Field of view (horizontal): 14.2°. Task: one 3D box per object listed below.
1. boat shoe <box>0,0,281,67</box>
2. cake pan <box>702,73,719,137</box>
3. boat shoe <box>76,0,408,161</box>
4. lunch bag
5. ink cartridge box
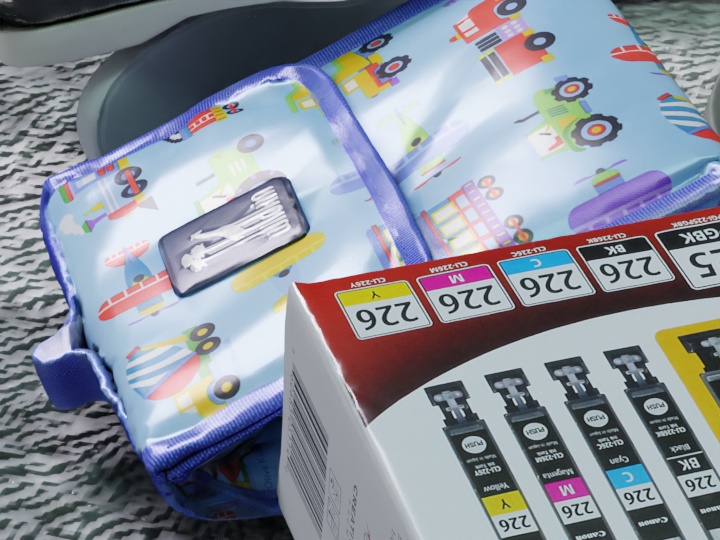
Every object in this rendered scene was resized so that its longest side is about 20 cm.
[{"bbox_3d":[-0.033,-0.121,0.921,0.199,0.061,0.074,-14,24,14],"label":"boat shoe"},{"bbox_3d":[0.199,-0.034,0.955,0.199,0.037,0.201,0,32,0],"label":"cake pan"},{"bbox_3d":[-0.022,-0.083,0.995,0.199,0.074,0.068,-30,35,-28],"label":"boat shoe"},{"bbox_3d":[0.000,0.000,0.860,0.199,0.094,0.151,-20,38,-8],"label":"lunch bag"},{"bbox_3d":[0.100,0.070,0.730,0.199,0.084,0.176,-11,43,-17],"label":"ink cartridge box"}]
